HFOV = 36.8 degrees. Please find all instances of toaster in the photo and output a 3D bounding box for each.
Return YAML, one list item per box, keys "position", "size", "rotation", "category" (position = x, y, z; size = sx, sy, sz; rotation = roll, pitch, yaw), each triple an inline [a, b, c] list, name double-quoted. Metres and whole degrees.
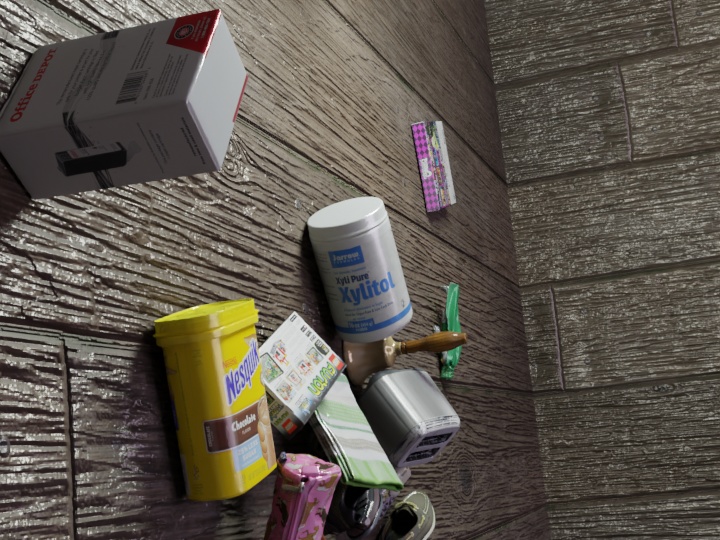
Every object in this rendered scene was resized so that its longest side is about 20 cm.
- position: [0.071, 0.238, 1.749]
  size: [0.129, 0.114, 0.199]
  rotation: [48, 21, 26]
  category: "toaster"

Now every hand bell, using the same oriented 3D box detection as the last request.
- position: [0.080, 0.127, 1.786]
  size: [0.104, 0.197, 0.106]
  rotation: [-9, 90, -72]
  category: "hand bell"

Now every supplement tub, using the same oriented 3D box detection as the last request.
- position: [0.000, 0.000, 1.714]
  size: [0.132, 0.130, 0.202]
  rotation: [-60, 137, -62]
  category: "supplement tub"

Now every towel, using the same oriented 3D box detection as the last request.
- position: [-0.020, 0.216, 1.517]
  size: [0.149, 0.031, 0.201]
  rotation: [20, 32, -54]
  category: "towel"

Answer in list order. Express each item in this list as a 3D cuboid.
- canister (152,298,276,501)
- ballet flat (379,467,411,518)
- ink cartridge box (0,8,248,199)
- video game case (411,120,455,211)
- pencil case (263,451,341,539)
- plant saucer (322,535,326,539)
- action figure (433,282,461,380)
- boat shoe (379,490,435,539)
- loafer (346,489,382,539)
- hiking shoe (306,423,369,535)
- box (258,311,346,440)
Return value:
- position: [-0.160, 0.143, 1.230]
  size: [0.148, 0.085, 0.203]
  rotation: [-23, 104, -73]
  category: "canister"
- position: [0.053, 0.321, 1.822]
  size: [0.072, 0.071, 0.202]
  rotation: [61, 27, -46]
  category: "ballet flat"
- position: [-0.220, -0.154, 1.008]
  size: [0.145, 0.197, 0.084]
  rotation: [-81, 158, -44]
  category: "ink cartridge box"
- position: [0.172, -0.244, 2.502]
  size: [0.181, 0.035, 0.203]
  rotation: [-28, 108, -71]
  category: "video game case"
- position: [-0.082, 0.322, 1.290]
  size: [0.086, 0.082, 0.203]
  rotation: [12, 93, -42]
  category: "pencil case"
- position: [-0.077, 0.438, 1.430]
  size: [0.200, 0.032, 0.203]
  rotation: [-9, 90, -71]
  category: "plant saucer"
- position: [0.192, 0.137, 2.357]
  size: [0.118, 0.054, 0.203]
  rotation: [37, 54, -67]
  category: "action figure"
- position: [0.080, 0.433, 1.846]
  size: [0.202, 0.071, 0.061]
  rotation: [-53, 136, -60]
  category: "boat shoe"
- position: [-0.006, 0.330, 1.665]
  size: [0.063, 0.071, 0.201]
  rotation: [52, 22, -19]
  category: "loafer"
- position: [-0.023, 0.282, 1.554]
  size: [0.076, 0.099, 0.203]
  rotation: [53, 33, -58]
  category: "hiking shoe"
- position: [-0.092, 0.135, 1.438]
  size: [0.110, 0.035, 0.200]
  rotation: [46, 23, -1]
  category: "box"
